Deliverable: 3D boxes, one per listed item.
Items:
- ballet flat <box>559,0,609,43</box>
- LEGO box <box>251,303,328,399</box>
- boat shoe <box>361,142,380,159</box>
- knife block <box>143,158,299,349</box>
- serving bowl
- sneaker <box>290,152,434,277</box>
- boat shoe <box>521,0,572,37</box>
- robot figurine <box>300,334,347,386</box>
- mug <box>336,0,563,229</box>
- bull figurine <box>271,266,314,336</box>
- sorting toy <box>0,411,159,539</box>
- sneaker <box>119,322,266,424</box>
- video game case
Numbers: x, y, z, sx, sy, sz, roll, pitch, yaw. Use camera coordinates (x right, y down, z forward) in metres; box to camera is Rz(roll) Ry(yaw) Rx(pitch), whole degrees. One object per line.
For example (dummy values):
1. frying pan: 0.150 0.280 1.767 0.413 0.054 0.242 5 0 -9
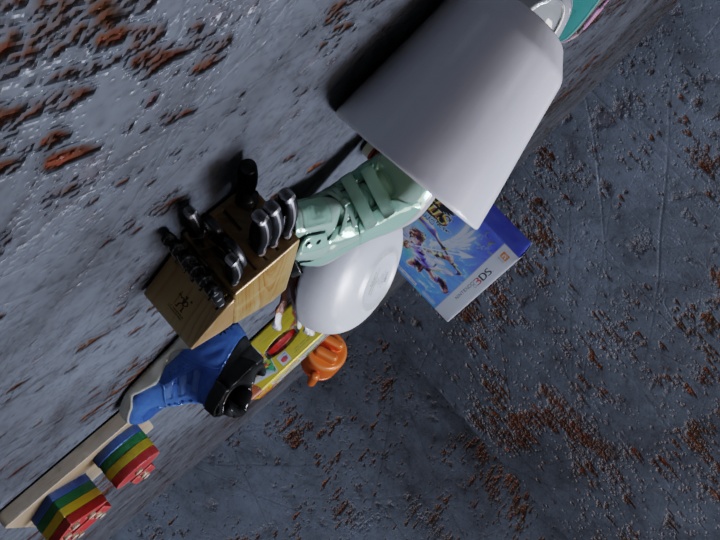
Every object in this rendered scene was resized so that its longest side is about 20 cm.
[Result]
1. ballet flat: 0.278 -0.341 0.912 0.200 0.069 0.072 -44 -167 54
2. LEGO box: -0.132 0.129 1.414 0.200 0.077 0.149 -43 175 -5
3. boat shoe: 0.067 -0.138 0.903 0.071 0.063 0.200 -48 174 28
4. knife block: -0.087 -0.025 0.652 0.176 0.064 0.200 -45 174 28
5. serving bowl: 0.000 0.000 1.049 0.200 0.065 0.201 -49 155 -32
6. sneaker: -0.009 -0.060 0.773 0.199 0.074 0.118 -36 170 24
7. boat shoe: 0.132 -0.194 0.786 0.200 0.073 0.067 -45 -151 20
8. robot figurine: -0.102 0.234 2.215 0.115 0.146 0.200 -9 162 -18
9. mug: 0.072 -0.150 0.659 0.154 0.187 0.149 -52 140 9
10. bull figurine: -0.051 0.015 1.124 0.199 0.065 0.123 -23 134 -56
11. sorting toy: -0.345 0.275 1.048 0.200 0.070 0.199 -41 174 -18
12. sneaker: -0.190 0.142 0.930 0.200 0.111 0.077 -45 174 20
13. video game case: 0.108 -0.050 1.117 0.045 0.200 0.181 -42 175 -42
